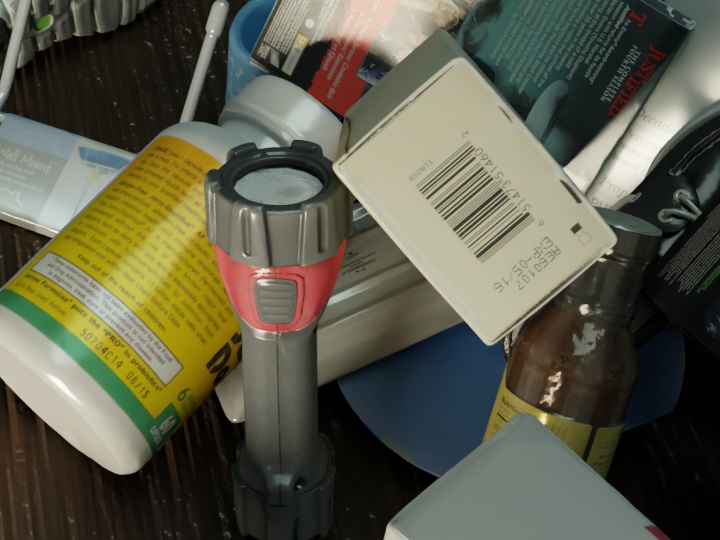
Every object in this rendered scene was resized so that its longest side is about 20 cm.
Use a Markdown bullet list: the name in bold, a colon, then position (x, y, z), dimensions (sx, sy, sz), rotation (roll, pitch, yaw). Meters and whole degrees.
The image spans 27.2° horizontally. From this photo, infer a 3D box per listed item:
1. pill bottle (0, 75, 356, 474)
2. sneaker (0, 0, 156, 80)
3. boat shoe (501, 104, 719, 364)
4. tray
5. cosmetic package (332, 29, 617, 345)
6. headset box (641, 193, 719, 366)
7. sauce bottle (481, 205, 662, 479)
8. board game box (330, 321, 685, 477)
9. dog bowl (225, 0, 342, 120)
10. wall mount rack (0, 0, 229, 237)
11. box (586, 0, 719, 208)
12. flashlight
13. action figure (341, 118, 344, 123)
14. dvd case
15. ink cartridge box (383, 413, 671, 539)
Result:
- **pill bottle**: position (-0.090, -0.004, 0.761), dimensions (0.113, 0.113, 0.200), rotation (35, 69, 18)
- **sneaker**: position (-0.222, -0.195, 0.958), dimensions (0.115, 0.075, 0.200), rotation (39, 54, 24)
- **boat shoe**: position (0.150, -0.011, 0.752), dimensions (0.074, 0.200, 0.060), rotation (49, 15, -4)
- **tray**: position (0.000, 0.000, 0.823), dimensions (0.200, 0.022, 0.107), rotation (-24, 51, -7)
- **cosmetic package**: position (0.048, -0.047, 0.688), dimensions (0.104, 0.073, 0.200), rotation (49, 8, -8)
- **headset box**: position (0.244, 0.057, 0.658), dimensions (0.174, 0.093, 0.200), rotation (40, 7, -21)
- **sauce bottle**: position (0.097, 0.069, 0.717), dimensions (0.065, 0.201, 0.065), rotation (16, 14, -4)
- **board game box**: position (0.081, 0.047, 0.837), dimensions (0.200, 0.039, 0.158), rotation (-20, 57, -17)
- **dog bowl**: position (0.014, -0.134, 0.885), dimensions (0.199, 0.050, 0.112), rotation (-8, 45, 2)
- **wall mount rack**: position (-0.163, -0.088, 0.860), dimensions (0.199, 0.075, 0.174), rotation (19, 63, 4)
- **box**: position (0.252, -0.075, 0.854), dimensions (0.200, 0.172, 0.199), rotation (28, 29, 12)
- **flashlight**: position (-0.037, 0.039, 0.708), dimensions (0.068, 0.200, 0.068), rotation (-27, 44, -32)
- **action figure**: position (0.011, -0.081, 0.915), dimensions (0.199, 0.069, 0.130), rotation (3, 55, 6)
- **dvd case**: position (0.054, -0.122, 0.790), dimensions (0.200, 0.146, 0.022), rotation (33, 29, 7)
- **ink cartridge box**: position (0.073, 0.178, 0.614), dimensions (0.083, 0.200, 0.147), rotation (-34, 63, -30)
